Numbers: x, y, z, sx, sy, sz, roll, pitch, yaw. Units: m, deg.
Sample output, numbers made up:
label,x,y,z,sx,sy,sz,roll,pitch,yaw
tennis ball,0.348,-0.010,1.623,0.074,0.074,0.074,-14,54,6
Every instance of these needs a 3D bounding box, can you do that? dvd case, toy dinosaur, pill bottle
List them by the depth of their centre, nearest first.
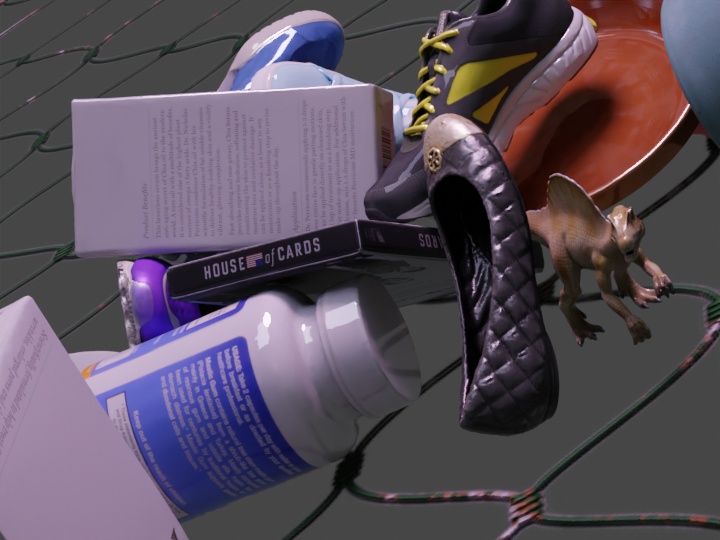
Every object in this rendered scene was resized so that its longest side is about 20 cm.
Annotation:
label,x,y,z,sx,sy,sz,roll,pitch,yaw
toy dinosaur,0.129,-0.013,1.325,0.058,0.101,0.200,-35,18,-19
pill bottle,-0.069,0.077,1.371,0.199,0.112,0.112,-22,22,18
dvd case,0.000,0.000,1.421,0.150,0.025,0.200,-14,-11,35

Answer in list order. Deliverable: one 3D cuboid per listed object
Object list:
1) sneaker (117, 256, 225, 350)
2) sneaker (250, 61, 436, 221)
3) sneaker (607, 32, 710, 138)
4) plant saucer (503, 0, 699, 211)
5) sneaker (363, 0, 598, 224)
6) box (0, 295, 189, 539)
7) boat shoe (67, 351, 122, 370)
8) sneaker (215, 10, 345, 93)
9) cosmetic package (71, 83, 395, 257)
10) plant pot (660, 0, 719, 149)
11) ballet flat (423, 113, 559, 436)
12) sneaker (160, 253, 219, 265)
label,x,y,z,sx,sy,sz,roll,pitch,yaw
sneaker,-0.091,0.024,1.489,0.099,0.070,0.200,-12,-11,11
sneaker,0.023,-0.099,1.531,0.082,0.199,0.074,-32,45,46
sneaker,0.159,-0.107,1.526,0.199,0.087,0.074,-2,48,37
plant saucer,0.132,-0.099,1.441,0.199,0.032,0.201,-22,41,20
sneaker,0.058,-0.110,1.404,0.200,0.085,0.074,-49,19,-23
box,-0.198,0.157,1.231,0.130,0.201,0.199,-25,21,14
boat shoe,-0.222,0.111,1.549,0.199,0.064,0.071,-15,46,-27
sneaker,-0.065,-0.089,1.560,0.200,0.077,0.111,-40,47,-15
cosmetic package,-0.079,-0.062,1.455,0.199,0.102,0.071,-2,-1,11
plant pot,0.287,-0.149,1.329,0.188,0.200,0.200,-31,17,30
ballet flat,0.066,-0.002,1.298,0.057,0.201,0.067,-2,-27,-23
sneaker,-0.082,-0.032,1.613,0.199,0.109,0.070,-9,37,46
